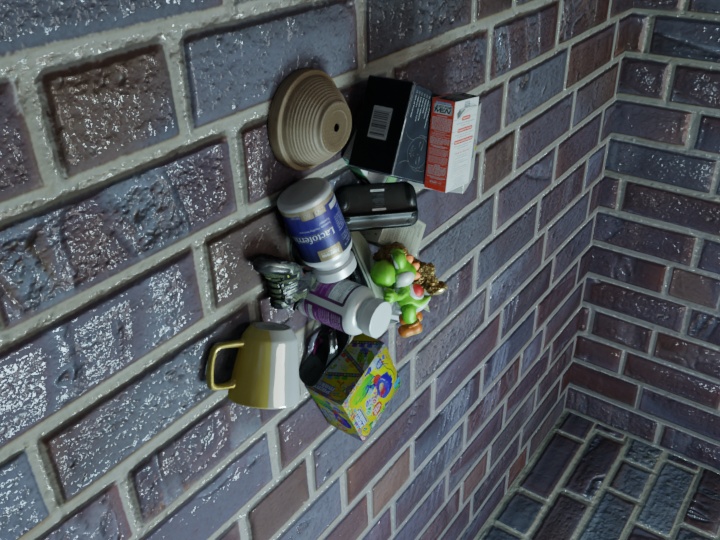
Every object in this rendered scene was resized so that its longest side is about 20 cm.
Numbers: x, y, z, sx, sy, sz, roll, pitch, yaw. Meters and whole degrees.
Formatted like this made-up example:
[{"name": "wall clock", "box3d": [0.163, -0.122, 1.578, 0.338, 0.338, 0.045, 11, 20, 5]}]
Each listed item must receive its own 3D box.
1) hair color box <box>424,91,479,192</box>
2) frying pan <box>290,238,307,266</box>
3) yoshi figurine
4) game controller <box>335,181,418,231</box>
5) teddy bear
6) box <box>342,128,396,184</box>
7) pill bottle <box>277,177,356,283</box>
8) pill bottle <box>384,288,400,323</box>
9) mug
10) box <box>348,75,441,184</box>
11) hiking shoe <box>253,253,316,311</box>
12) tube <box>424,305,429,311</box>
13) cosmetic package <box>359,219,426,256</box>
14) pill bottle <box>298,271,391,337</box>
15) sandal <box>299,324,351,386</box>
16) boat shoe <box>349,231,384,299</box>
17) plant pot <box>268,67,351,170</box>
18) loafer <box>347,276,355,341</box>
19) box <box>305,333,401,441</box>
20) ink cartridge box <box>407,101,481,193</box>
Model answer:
[{"name": "hair color box", "box3d": [0.201, -0.286, 1.571, 0.111, 0.064, 0.201, -27, 129, -49]}, {"name": "frying pan", "box3d": [-0.099, -0.037, 1.573, 0.115, 0.031, 0.190, -51, 141, -27]}, {"name": "yoshi figurine", "box3d": [0.078, 0.048, 1.602, 0.112, 0.112, 0.201, -33, 121, -34]}, {"name": "game controller", "box3d": [0.038, -0.147, 1.611, 0.199, 0.042, 0.105, -6, 82, -20]}, {"name": "teddy bear", "box3d": [0.123, -0.005, 1.685, 0.067, 0.200, 0.145, -59, -170, -8]}, {"name": "box", "box3d": [0.040, -0.268, 1.652, 0.145, 0.036, 0.200, -63, 147, -12]}, {"name": "pill bottle", "box3d": [-0.084, -0.079, 1.452, 0.116, 0.115, 0.201, -47, 130, -33]}, {"name": "pill bottle", "box3d": [0.061, 0.074, 1.799, 0.200, 0.114, 0.114, 18, 91, -59]}, {"name": "mug", "box3d": [-0.199, 0.189, 1.436, 0.186, 0.149, 0.154, -6, 104, -63]}, {"name": "box", "box3d": [0.093, -0.304, 1.563, 0.196, 0.124, 0.201, 1, 105, -57]}, {"name": "hiking shoe", "box3d": [-0.160, 0.031, 1.466, 0.200, 0.075, 0.101, 29, 79, -59]}, {"name": "tube", "box3d": [0.126, 0.019, 1.806, 0.058, 0.201, 0.052, -6, 136, -12]}, {"name": "cosmetic package", "box3d": [0.071, -0.102, 1.741, 0.200, 0.087, 0.104, 24, 85, -58]}, {"name": "pill bottle", "box3d": [-0.035, 0.077, 1.566, 0.112, 0.199, 0.113, -34, 134, -44]}, {"name": "sandal", "box3d": [-0.082, 0.184, 1.641, 0.201, 0.075, 0.048, -62, 159, 11]}, {"name": "boat shoe", "box3d": [0.000, 0.000, 1.627, 0.075, 0.062, 0.201, -25, 96, -66]}, {"name": "plant pot", "box3d": [-0.082, -0.291, 1.394, 0.201, 0.092, 0.202, -32, 131, -46]}, {"name": "loafer", "box3d": [-0.047, 0.083, 1.680, 0.067, 0.076, 0.201, 14, 82, -51]}, {"name": "box", "box3d": [-0.013, 0.289, 1.796, 0.193, 0.122, 0.200, -53, 145, -24]}, {"name": "ink cartridge box", "box3d": [0.207, -0.313, 1.753, 0.145, 0.147, 0.201, -50, 147, -59]}]
